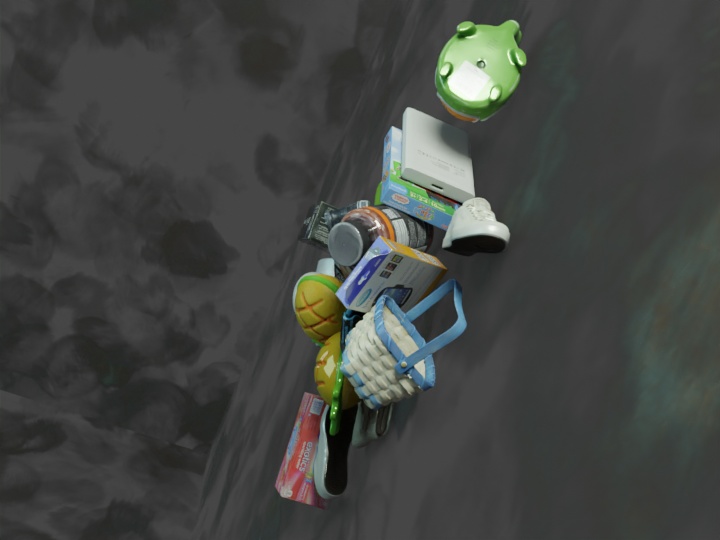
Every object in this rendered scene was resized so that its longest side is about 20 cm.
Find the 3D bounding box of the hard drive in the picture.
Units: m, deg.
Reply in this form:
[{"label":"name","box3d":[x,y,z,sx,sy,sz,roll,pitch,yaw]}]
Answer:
[{"label":"hard drive","box3d":[0.134,-0.204,1.342,0.201,0.130,0.027,-84,20,-49]}]

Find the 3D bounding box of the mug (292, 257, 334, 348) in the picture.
[{"label":"mug","box3d":[-0.054,0.073,1.590,0.147,0.198,0.178,-10,66,53]}]

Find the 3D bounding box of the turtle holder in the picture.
[{"label":"turtle holder","box3d":[0.196,-0.338,1.276,0.132,0.139,0.188,88,-170,-76]}]

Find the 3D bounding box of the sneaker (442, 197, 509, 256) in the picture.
[{"label":"sneaker","box3d":[0.168,-0.071,1.119,0.200,0.072,0.086,178,110,-79]}]

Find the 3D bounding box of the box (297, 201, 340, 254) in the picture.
[{"label":"box","box3d":[-0.023,-0.070,1.667,0.164,0.198,0.087,-174,106,-77]}]

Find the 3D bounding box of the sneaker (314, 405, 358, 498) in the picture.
[{"label":"sneaker","box3d":[-0.055,0.328,1.443,0.085,0.072,0.202,135,151,-57]}]

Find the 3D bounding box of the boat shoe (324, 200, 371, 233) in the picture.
[{"label":"boat shoe","box3d":[-0.010,-0.074,1.509,0.201,0.090,0.072,65,-161,-63]}]

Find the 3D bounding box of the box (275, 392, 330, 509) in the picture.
[{"label":"box","box3d":[-0.088,0.355,1.520,0.095,0.101,0.203,164,124,-75]}]

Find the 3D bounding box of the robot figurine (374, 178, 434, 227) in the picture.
[{"label":"robot figurine","box3d":[0.083,-0.116,1.470,0.201,0.114,0.177,-86,13,-54]}]

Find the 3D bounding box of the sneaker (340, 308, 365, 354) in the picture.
[{"label":"sneaker","box3d":[0.023,0.065,1.317,0.200,0.072,0.083,-55,-35,-52]}]

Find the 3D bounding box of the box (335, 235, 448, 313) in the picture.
[{"label":"box","box3d":[0.047,0.016,1.223,0.119,0.199,0.042,-52,54,15]}]

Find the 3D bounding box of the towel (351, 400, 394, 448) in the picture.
[{"label":"towel","box3d":[0.033,0.214,1.370,0.133,0.034,0.202,130,155,-62]}]

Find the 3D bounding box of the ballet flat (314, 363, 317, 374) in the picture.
[{"label":"ballet flat","box3d":[-0.046,0.182,1.718,0.072,0.071,0.202,-92,19,-60]}]

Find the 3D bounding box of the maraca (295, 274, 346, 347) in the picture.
[{"label":"maraca","box3d":[-0.061,0.092,1.455,0.107,0.136,0.202,-43,-43,-35]}]

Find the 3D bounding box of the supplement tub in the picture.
[{"label":"supplement tub","box3d":[0.031,-0.056,1.271,0.199,0.107,0.108,-15,-42,-52]}]

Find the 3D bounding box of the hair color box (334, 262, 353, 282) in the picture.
[{"label":"hair color box","box3d":[0.000,0.000,1.442,0.060,0.099,0.200,-35,-15,-13]}]

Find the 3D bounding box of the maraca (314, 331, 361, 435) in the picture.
[{"label":"maraca","box3d":[-0.031,0.190,1.337,0.201,0.105,0.138,-77,-10,-46]}]

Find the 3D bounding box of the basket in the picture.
[{"label":"basket","box3d":[0.072,0.101,1.150,0.200,0.139,0.177,-40,11,18]}]

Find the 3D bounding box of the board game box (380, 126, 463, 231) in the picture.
[{"label":"board game box","box3d":[0.111,-0.159,1.332,0.201,0.150,0.037,-86,22,-50]}]
